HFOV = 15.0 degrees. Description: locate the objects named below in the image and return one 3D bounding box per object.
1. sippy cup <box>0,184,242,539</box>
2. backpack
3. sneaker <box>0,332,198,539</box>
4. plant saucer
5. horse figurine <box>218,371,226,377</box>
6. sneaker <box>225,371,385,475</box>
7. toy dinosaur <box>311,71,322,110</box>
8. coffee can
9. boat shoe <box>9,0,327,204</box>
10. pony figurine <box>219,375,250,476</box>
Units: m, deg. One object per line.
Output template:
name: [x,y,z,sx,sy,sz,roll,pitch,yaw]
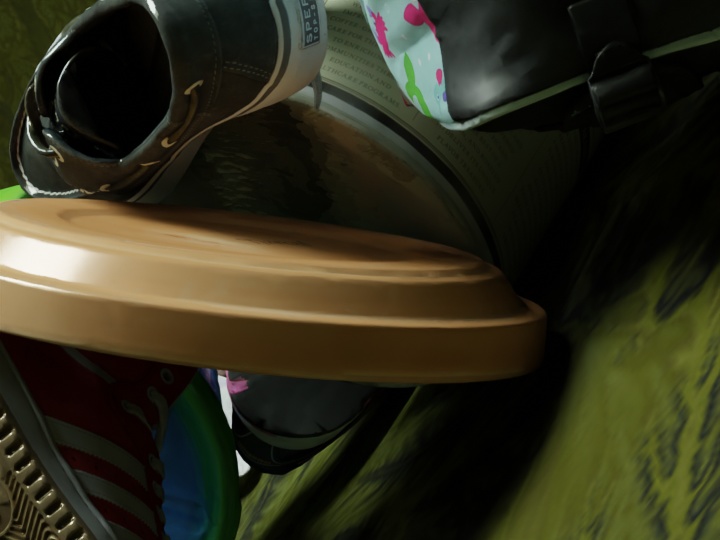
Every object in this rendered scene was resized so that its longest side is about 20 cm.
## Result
sippy cup: [-0.109,0.062,1.058,0.130,0.139,0.178,-78,7,-73]
backpack: [0.076,-0.117,0.824,0.177,0.151,0.200,-22,-1,-2]
sneaker: [-0.086,0.084,0.920,0.071,0.200,0.112,-34,-12,30]
plant saucer: [-0.039,0.003,0.860,0.200,0.200,0.032,-117,34,-83]
horse figurine: [-0.071,0.045,1.412,0.132,0.050,0.200,-36,-9,-25]
sneaker: [0.000,0.000,1.108,0.200,0.080,0.086,-49,-7,-29]
toy dinosaur: [-0.006,-0.153,0.936,0.200,0.077,0.103,-48,-34,-38]
coffee can: [0.025,-0.077,1.018,0.200,0.146,0.146,-57,8,-35]
boat shoe: [-0.080,-0.061,0.901,0.056,0.069,0.200,-18,-5,-31]
pony figurine: [-0.153,0.098,1.256,0.166,0.193,0.201,-31,-38,-54]
